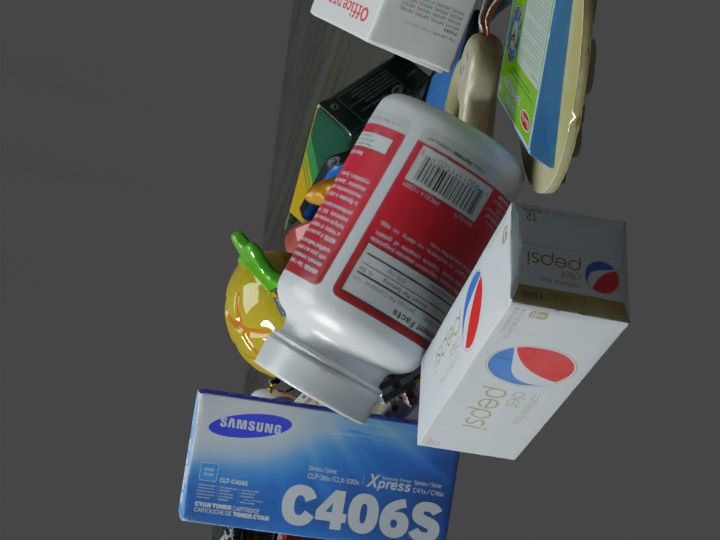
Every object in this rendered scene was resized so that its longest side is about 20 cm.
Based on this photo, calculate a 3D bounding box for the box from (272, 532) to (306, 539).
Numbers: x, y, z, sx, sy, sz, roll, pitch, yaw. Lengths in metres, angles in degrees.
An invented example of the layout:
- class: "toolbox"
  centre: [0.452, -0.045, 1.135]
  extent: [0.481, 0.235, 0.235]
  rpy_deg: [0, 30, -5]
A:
- class: "box"
  centre: [-0.029, 0.255, 1.247]
  extent: [0.096, 0.099, 0.201]
  rpy_deg: [-102, 22, -67]

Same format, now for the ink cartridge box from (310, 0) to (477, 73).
- class: "ink cartridge box"
  centre: [0.048, -0.282, 1.140]
  extent: [0.145, 0.084, 0.201]
  rpy_deg: [42, 113, 61]

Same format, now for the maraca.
- class: "maraca"
  centre: [-0.072, 0.035, 1.259]
  extent: [0.107, 0.137, 0.200]
  rpy_deg: [-40, -21, -12]

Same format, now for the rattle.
- class: "rattle"
  centre: [0.048, -0.142, 1.053]
  extent: [0.130, 0.142, 0.201]
  rpy_deg: [-61, -17, -54]

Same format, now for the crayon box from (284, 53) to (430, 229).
- class: "crayon box"
  centre: [-0.004, -0.118, 1.421]
  extent: [0.126, 0.052, 0.200]
  rpy_deg: [-38, -19, -33]

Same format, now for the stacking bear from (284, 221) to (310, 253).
- class: "stacking bear"
  centre: [-0.020, 0.057, 1.388]
  extent: [0.122, 0.113, 0.201]
  rpy_deg: [89, 178, -66]

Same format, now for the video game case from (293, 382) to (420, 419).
- class: "video game case"
  centre: [-0.011, 0.114, 1.146]
  extent: [0.182, 0.023, 0.200]
  rpy_deg: [-48, 15, -4]

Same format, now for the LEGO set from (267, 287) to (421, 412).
- class: "LEGO set"
  centre: [0.022, 0.042, 1.055]
  extent: [0.200, 0.153, 0.116]
  rpy_deg: [-15, 99, 58]

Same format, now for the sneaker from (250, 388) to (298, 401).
- class: "sneaker"
  centre: [-0.063, 0.184, 1.431]
  extent: [0.074, 0.082, 0.200]
  rpy_deg: [-42, -32, -14]

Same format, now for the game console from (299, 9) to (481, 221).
- class: "game console"
  centre: [0.024, -0.136, 1.247]
  extent: [0.200, 0.170, 0.119]
  rpy_deg: [131, 124, -75]

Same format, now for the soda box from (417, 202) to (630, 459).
- class: "soda box"
  centre: [0.089, 0.042, 0.791]
  extent: [0.200, 0.068, 0.064]
  rpy_deg: [113, 164, -58]

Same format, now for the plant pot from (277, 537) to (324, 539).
- class: "plant pot"
  centre: [-0.067, 0.297, 1.104]
  extent: [0.200, 0.173, 0.202]
  rpy_deg: [8, -90, -88]

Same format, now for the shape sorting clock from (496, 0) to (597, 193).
- class: "shape sorting clock"
  centre: [0.123, -0.148, 0.860]
  extent: [0.200, 0.039, 0.201]
  rpy_deg: [-174, 90, -84]

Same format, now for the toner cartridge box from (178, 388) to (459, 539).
- class: "toner cartridge box"
  centre: [-0.029, 0.150, 1.020]
  extent: [0.043, 0.199, 0.096]
  rpy_deg: [176, 102, -80]

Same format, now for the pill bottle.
- class: "pill bottle"
  centre: [0.016, -0.006, 0.908]
  extent: [0.201, 0.112, 0.112]
  rpy_deg: [-60, 8, -3]

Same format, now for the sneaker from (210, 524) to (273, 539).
- class: "sneaker"
  centre: [-0.111, 0.262, 1.269]
  extent: [0.104, 0.060, 0.201]
  rpy_deg: [121, 163, -68]
